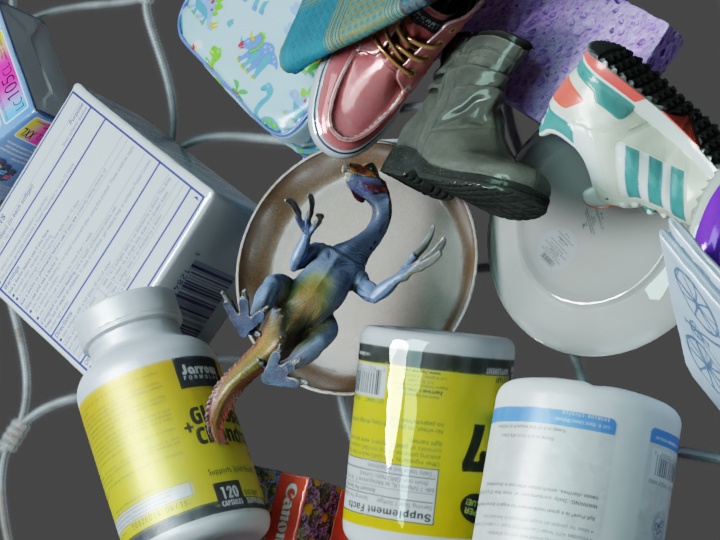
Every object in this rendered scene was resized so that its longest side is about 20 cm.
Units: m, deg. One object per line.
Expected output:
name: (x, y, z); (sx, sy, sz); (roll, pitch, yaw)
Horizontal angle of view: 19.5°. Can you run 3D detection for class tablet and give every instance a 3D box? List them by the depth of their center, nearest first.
tablet: (-0.004, -0.006, 1.648); (0.129, 0.014, 0.202); (0, 75, 34)

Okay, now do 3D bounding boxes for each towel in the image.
towel: (0.017, -0.227, 1.539); (0.200, 0.022, 0.148); (-16, 48, 55)

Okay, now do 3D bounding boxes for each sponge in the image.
sponge: (0.143, -0.171, 1.575); (0.200, 0.030, 0.112); (38, 97, 43)

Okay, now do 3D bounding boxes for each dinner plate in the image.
dinner plate: (0.176, -0.037, 1.531); (0.199, 0.024, 0.202); (-11, 69, 32)

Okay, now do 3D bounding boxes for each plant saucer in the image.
plant saucer: (0.000, 0.000, 1.607); (0.199, 0.032, 0.202); (-6, 72, 20)

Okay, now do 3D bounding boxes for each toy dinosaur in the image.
toy dinosaur: (-0.039, 0.002, 1.524); (0.105, 0.182, 0.200); (47, 126, -5)

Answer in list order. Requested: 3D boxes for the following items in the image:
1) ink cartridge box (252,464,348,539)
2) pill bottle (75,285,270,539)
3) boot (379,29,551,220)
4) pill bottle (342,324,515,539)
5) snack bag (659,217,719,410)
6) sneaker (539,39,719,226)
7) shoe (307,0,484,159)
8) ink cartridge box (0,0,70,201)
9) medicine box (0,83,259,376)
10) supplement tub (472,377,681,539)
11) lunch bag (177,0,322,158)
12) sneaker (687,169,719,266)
ink cartridge box: (-0.065, 0.208, 1.598); (0.199, 0.050, 0.110); (7, 79, 36)
pill bottle: (-0.147, 0.119, 1.566); (0.112, 0.112, 0.201); (-28, 71, 24)
boot: (0.089, -0.114, 1.505); (0.200, 0.067, 0.131); (21, 86, 62)
pill bottle: (0.046, 0.143, 1.494); (0.114, 0.114, 0.202); (6, 91, 35)
snack bag: (0.260, 0.081, 1.344); (0.021, 0.189, 0.200); (-31, 57, -5)
sneaker: (0.211, -0.065, 1.468); (0.200, 0.070, 0.094); (44, 118, 7)
shoe: (0.030, -0.175, 1.550); (0.201, 0.071, 0.091); (-58, 10, -9)
ink cartridge box: (-0.358, -0.127, 1.888); (0.200, 0.076, 0.137); (-36, 58, 21)
medicine box: (-0.198, -0.022, 1.727); (0.200, 0.103, 0.183); (38, 97, 36)
supplement tub: (0.141, 0.182, 1.418); (0.131, 0.132, 0.202); (4, 77, 35)
lunch bag: (-0.044, -0.196, 1.685); (0.161, 0.082, 0.200); (-50, 51, 9)
sneaker: (0.302, -0.059, 1.364); (0.200, 0.070, 0.099); (-42, 22, -13)
